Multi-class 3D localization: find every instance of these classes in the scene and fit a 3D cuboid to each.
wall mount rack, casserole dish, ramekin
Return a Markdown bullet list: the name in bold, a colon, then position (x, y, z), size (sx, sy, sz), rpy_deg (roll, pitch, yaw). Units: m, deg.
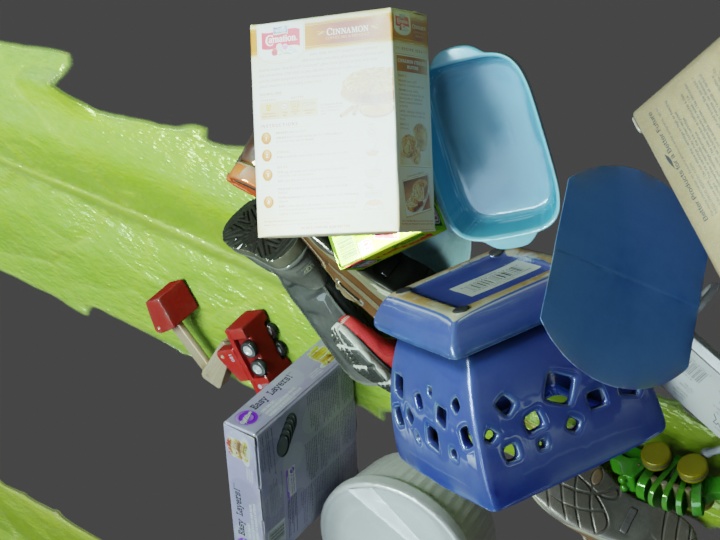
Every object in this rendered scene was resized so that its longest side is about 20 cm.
- **wall mount rack**: position (0.320, 0.109, 1.514), size (0.200, 0.075, 0.174), rpy_deg (43, 132, 5)
- **casserole dish**: position (0.121, -0.118, 1.506), size (0.121, 0.039, 0.200), rpy_deg (-10, 107, 27)
- **ramekin**: position (0.062, 0.296, 1.820), size (0.202, 0.094, 0.202), rpy_deg (20, 130, 26)

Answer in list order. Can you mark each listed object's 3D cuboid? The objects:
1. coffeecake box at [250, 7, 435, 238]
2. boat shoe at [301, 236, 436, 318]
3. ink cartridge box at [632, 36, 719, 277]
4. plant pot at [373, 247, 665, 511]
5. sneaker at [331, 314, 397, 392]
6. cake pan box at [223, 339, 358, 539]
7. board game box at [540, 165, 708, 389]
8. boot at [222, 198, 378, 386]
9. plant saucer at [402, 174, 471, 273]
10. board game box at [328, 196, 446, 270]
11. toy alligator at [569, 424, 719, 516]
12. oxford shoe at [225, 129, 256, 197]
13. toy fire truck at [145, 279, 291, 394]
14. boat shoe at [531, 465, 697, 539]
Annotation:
- **coffeecake box**: position (-0.017, -0.132, 1.485), size (0.153, 0.073, 0.200), rpy_deg (-2, 91, 31)
- **boat shoe**: position (0.000, 0.000, 1.621), size (0.200, 0.076, 0.074), rpy_deg (42, 139, 6)
- **ink cartridge box**: position (0.336, -0.091, 1.306), size (0.165, 0.075, 0.200), rpy_deg (-43, 66, 47)
- **plant pot**: position (0.138, 0.088, 1.513), size (0.200, 0.200, 0.180), rpy_deg (18, 128, 65)
- **sneaker**: position (0.058, 0.093, 1.669), size (0.200, 0.085, 0.077), rpy_deg (33, 171, -21)
- **cake pan box**: position (-0.073, 0.206, 1.796), size (0.052, 0.184, 0.200), rpy_deg (20, 131, 31)
- **board game box**: position (0.228, 0.009, 1.433), size (0.158, 0.200, 0.039), rpy_deg (20, 162, -22)
- **boot**: position (-0.051, 0.023, 1.734), size (0.200, 0.073, 0.182), rpy_deg (46, 179, -32)
- **plant saucer**: position (0.033, -0.061, 1.633), size (0.201, 0.039, 0.201), rpy_deg (20, 130, 26)
- **board game box**: position (-0.002, -0.111, 1.548), size (0.102, 0.048, 0.200), rpy_deg (-25, 80, 28)
- **toy alligator**: position (0.286, 0.207, 1.608), size (0.200, 0.054, 0.059), rpy_deg (16, 142, 32)
- **oxford shoe**: position (-0.090, -0.108, 1.636), size (0.071, 0.073, 0.200), rpy_deg (25, 178, -6)
- **toy fire truck**: position (-0.152, 0.102, 1.880), size (0.141, 0.049, 0.200), rpy_deg (-9, 114, 41)
- **boat shoe**: position (0.250, 0.255, 1.662), size (0.200, 0.076, 0.072), rpy_deg (33, 159, 14)
